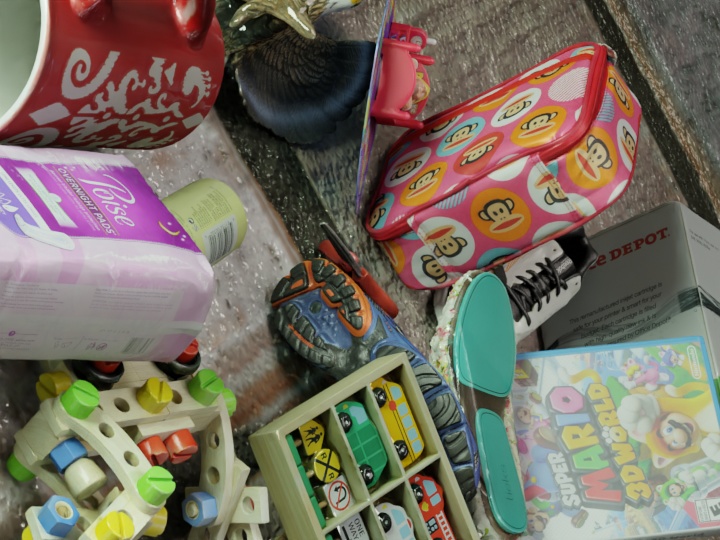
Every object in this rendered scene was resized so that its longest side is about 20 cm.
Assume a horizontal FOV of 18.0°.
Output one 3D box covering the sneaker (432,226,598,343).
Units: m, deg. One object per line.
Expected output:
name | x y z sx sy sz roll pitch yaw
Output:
sneaker | 0.118 0.013 1.719 0.074 0.080 0.200 60 32 -11

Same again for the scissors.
scissors | 0.000 0.000 1.498 0.073 0.014 0.200 47 -5 3

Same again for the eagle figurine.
eagle figurine | -0.057 -0.177 1.562 0.200 0.150 0.153 105 7 -85

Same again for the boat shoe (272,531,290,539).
boat shoe | 0.001 0.218 1.413 0.200 0.062 0.074 35 59 -36

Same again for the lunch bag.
lunch bag | 0.108 -0.082 1.650 0.082 0.199 0.177 53 29 -21

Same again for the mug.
mug | -0.157 -0.126 1.306 0.200 0.176 0.135 4 95 -62

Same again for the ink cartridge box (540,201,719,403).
ink cartridge box | 0.226 0.068 1.780 0.083 0.146 0.201 27 48 -48

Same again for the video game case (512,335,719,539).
video game case | 0.153 0.121 1.559 0.018 0.198 0.144 101 -18 -64

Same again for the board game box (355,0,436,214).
board game box | 0.031 -0.139 1.631 0.159 0.039 0.201 97 3 -46

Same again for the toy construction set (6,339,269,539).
toy construction set | -0.116 0.105 1.266 0.132 0.092 0.200 57 20 21

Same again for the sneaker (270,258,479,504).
sneaker | 0.022 0.074 1.484 0.201 0.075 0.078 57 15 29

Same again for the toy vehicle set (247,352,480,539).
toy vehicle set | 0.016 0.165 1.375 0.124 0.026 0.201 -30 102 -44

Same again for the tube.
tube | -0.140 0.000 1.354 0.058 0.052 0.200 36 35 11

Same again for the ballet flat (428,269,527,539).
ballet flat | 0.068 0.096 1.518 0.075 0.064 0.201 25 52 -40

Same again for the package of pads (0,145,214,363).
package of pads | -0.183 -0.010 1.200 0.199 0.076 0.121 4 37 -46
